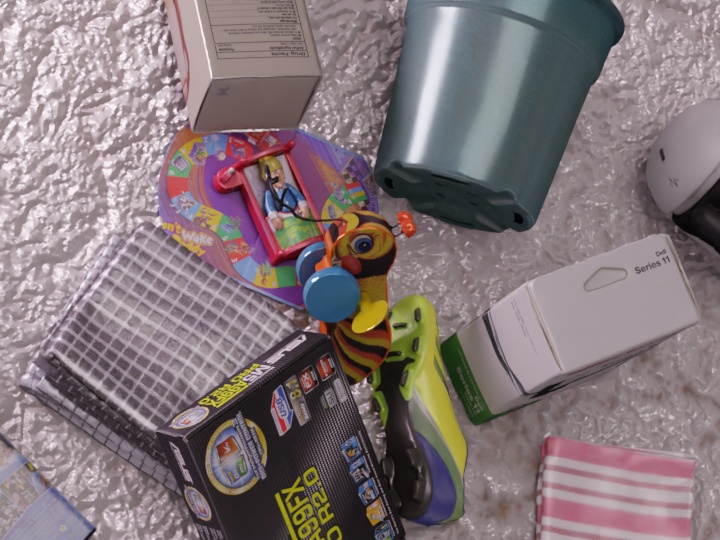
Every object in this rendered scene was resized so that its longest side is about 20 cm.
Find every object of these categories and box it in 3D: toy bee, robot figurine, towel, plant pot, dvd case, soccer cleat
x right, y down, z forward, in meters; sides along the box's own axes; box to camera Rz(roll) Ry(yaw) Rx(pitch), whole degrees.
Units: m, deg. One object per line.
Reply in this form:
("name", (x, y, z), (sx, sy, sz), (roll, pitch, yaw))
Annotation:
("toy bee", (0.000, 0.000, 1.699), (0.108, 0.200, 0.131), (-16, 49, 0))
("robot figurine", (0.353, -0.065, 1.871), (0.200, 0.150, 0.125), (38, 88, -5))
("towel", (0.222, 0.249, 1.780), (0.146, 0.030, 0.201), (8, 72, -15))
("plant pot", (0.109, -0.149, 1.788), (0.199, 0.200, 0.197), (20, 77, -11))
("towel", (-0.154, 0.073, 1.680), (0.200, 0.086, 0.166), (36, 65, -5))
("dvd case", (-0.328, 0.185, 1.624), (0.200, 0.018, 0.143), (45, 67, -2))
("soccer cleat", (0.054, 0.121, 1.758), (0.084, 0.065, 0.201), (19, 61, -44))

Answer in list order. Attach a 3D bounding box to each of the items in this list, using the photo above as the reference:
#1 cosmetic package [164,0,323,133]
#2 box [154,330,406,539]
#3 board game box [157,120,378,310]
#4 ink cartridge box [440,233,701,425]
("cosmetic package", (-0.108, -0.225, 1.764), (0.103, 0.087, 0.201), (-2, 61, -20))
("box", (-0.060, 0.173, 1.644), (0.160, 0.044, 0.201), (-34, 115, -33))
("board game box", (-0.074, -0.062, 1.771), (0.199, 0.039, 0.159), (24, 68, -10))
("ink cartridge box", (0.174, 0.052, 1.731), (0.146, 0.200, 0.083), (-19, 81, -22))
